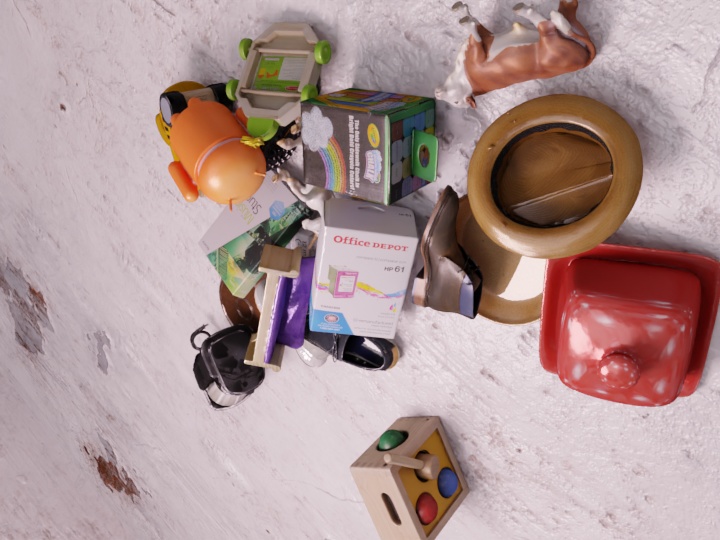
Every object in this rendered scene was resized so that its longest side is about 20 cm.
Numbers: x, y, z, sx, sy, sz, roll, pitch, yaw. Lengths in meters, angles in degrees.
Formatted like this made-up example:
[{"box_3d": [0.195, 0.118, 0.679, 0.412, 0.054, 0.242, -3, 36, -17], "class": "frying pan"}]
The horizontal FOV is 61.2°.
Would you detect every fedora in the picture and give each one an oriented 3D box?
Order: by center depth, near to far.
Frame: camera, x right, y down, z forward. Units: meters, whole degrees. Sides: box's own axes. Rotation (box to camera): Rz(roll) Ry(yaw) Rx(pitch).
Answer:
[{"box_3d": [0.230, -0.108, 0.725, 0.198, 0.082, 0.204, 1, 91, 29], "class": "fedora"}]

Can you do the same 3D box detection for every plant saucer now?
[{"box_3d": [0.199, -0.021, 0.849, 0.199, 0.035, 0.203, 20, 123, 33], "class": "plant saucer"}, {"box_3d": [-0.234, 0.075, 1.282, 0.199, 0.034, 0.203, 20, 124, 32], "class": "plant saucer"}]

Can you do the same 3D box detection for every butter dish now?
[{"box_3d": [0.306, 0.084, 0.715, 0.197, 0.148, 0.202, 8, 118, 22], "class": "butter dish"}]

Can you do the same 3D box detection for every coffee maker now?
[{"box_3d": [-0.293, 0.189, 1.282, 0.192, 0.135, 0.200, 42, 150, -1], "class": "coffee maker"}]

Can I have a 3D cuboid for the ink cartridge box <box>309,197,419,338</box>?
[{"box_3d": [0.000, 0.000, 0.954, 0.142, 0.085, 0.202, 6, 124, -7], "class": "ink cartridge box"}]

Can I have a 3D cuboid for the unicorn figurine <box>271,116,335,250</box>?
[{"box_3d": [-0.074, -0.138, 0.946, 0.073, 0.137, 0.202, 18, 88, 44], "class": "unicorn figurine"}]

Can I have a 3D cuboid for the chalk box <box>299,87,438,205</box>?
[{"box_3d": [0.029, -0.175, 0.854, 0.198, 0.124, 0.126, 19, 123, 32], "class": "chalk box"}]

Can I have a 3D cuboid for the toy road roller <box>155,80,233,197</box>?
[{"box_3d": [-0.298, -0.241, 1.112, 0.145, 0.122, 0.203, 8, 115, 53], "class": "toy road roller"}]

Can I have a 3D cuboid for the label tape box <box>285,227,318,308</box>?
[{"box_3d": [-0.065, -0.003, 1.069, 0.198, 0.066, 0.145, 18, 123, 35], "class": "label tape box"}]

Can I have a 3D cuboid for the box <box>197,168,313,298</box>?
[{"box_3d": [-0.188, -0.074, 1.065, 0.201, 0.036, 0.144, -50, 58, 12], "class": "box"}]

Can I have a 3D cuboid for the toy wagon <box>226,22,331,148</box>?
[{"box_3d": [-0.130, -0.276, 0.917, 0.154, 0.039, 0.203, 12, 83, 27], "class": "toy wagon"}]

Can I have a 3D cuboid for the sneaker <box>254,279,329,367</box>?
[{"box_3d": [-0.115, 0.083, 1.164, 0.200, 0.076, 0.092, 47, 126, 2], "class": "sneaker"}]

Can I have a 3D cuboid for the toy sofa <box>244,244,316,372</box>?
[{"box_3d": [-0.131, 0.065, 1.018, 0.096, 0.083, 0.202, 11, 117, -6], "class": "toy sofa"}]

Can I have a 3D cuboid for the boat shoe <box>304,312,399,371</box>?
[{"box_3d": [-0.028, 0.125, 1.075, 0.198, 0.062, 0.076, 21, 103, 17], "class": "boat shoe"}]

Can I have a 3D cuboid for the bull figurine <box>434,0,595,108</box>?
[{"box_3d": [0.169, -0.259, 0.715, 0.198, 0.066, 0.122, -5, 142, 35], "class": "bull figurine"}]

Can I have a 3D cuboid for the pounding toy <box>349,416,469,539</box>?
[{"box_3d": [0.086, 0.348, 1.039, 0.141, 0.184, 0.202, -15, 102, 44], "class": "pounding toy"}]

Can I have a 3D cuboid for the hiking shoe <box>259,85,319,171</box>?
[{"box_3d": [-0.146, -0.252, 1.005, 0.101, 0.075, 0.200, 51, 122, 20], "class": "hiking shoe"}]

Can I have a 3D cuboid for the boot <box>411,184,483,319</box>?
[{"box_3d": [0.135, -0.020, 0.842, 0.096, 0.075, 0.202, 22, 133, 17], "class": "boot"}]

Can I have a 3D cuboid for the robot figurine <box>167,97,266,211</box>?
[{"box_3d": [-0.225, -0.184, 0.961, 0.200, 0.143, 0.117, 50, 145, 27], "class": "robot figurine"}]
